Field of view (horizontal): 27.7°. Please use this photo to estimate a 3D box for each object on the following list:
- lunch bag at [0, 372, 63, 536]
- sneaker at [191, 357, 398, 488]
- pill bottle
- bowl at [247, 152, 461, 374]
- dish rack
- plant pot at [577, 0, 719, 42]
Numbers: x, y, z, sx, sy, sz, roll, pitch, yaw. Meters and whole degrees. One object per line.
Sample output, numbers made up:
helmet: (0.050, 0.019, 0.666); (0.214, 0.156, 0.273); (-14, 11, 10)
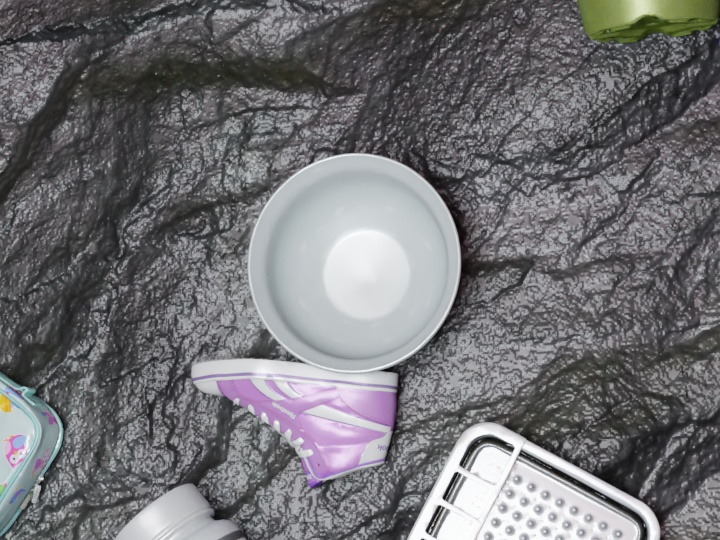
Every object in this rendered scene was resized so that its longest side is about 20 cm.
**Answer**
lunch bag: (-0.390, 0.159, 1.407); (0.199, 0.077, 0.161); (32, 85, 14)
sneaker: (-0.068, 0.141, 1.354); (0.198, 0.073, 0.116); (6, 87, 14)
pill bottle: (-0.128, 0.299, 1.312); (0.113, 0.113, 0.200); (-40, 74, 1)
bowl: (0.000, 0.000, 1.355); (0.199, 0.090, 0.203); (-2, 79, 10)
dish rack: (0.150, 0.250, 1.304); (0.199, 0.044, 0.173); (27, 85, 14)
plant pot: (0.259, -0.312, 1.329); (0.198, 0.200, 0.192); (-5, 90, 10)
